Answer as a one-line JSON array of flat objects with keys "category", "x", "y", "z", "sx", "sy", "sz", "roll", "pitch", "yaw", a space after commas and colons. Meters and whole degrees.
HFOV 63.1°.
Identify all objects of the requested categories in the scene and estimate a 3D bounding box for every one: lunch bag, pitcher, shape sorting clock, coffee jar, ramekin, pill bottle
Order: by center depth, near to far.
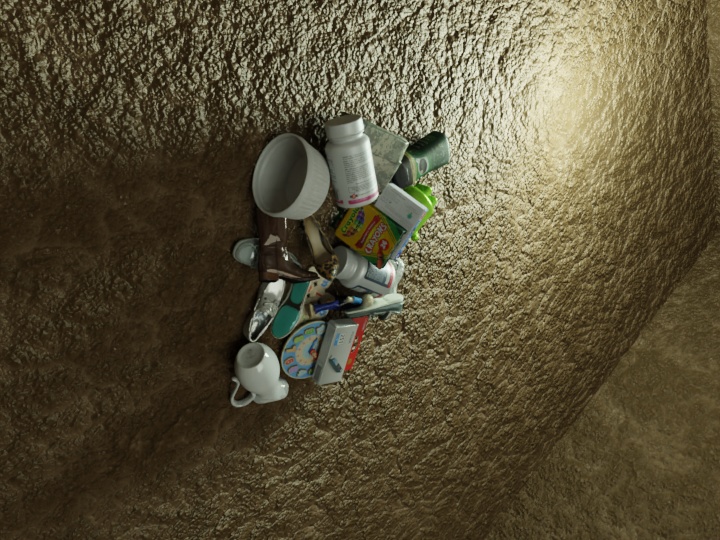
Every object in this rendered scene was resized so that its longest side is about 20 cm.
[{"category": "pill bottle", "x": -0.024, "y": -0.268, "z": 1.440, "sx": 0.112, "sy": 0.113, "sz": 0.205, "roll": -26, "pitch": 120, "yaw": -27}, {"category": "ramekin", "x": -0.165, "y": -0.222, "z": 1.448, "sx": 0.104, "sy": 0.198, "sz": 0.204, "roll": 16, "pitch": 100, "yaw": -50}, {"category": "lunch bag", "x": 0.006, "y": -0.311, "z": 1.580, "sx": 0.197, "sy": 0.139, "sz": 0.171, "roll": 14, "pitch": 103, "yaw": -39}, {"category": "pitcher", "x": -0.299, "y": 0.299, "z": 1.622, "sx": 0.168, "sy": 0.122, "sz": 0.202, "roll": -24, "pitch": 141, "yaw": -10}, {"category": "pill bottle", "x": 0.000, "y": 0.000, "z": 1.727, "sx": 0.198, "sy": 0.119, "sz": 0.122, "roll": 23, "pitch": 95, "yaw": -42}, {"category": "coffee jar", "x": 0.171, "y": -0.329, "z": 1.742, "sx": 0.198, "sy": 0.085, "sz": 0.106, "roll": -32, "pitch": 130, "yaw": -25}, {"category": "shape sorting clock", "x": -0.149, "y": 0.240, "z": 1.755, "sx": 0.197, "sy": 0.039, "sz": 0.205, "roll": -23, "pitch": 129, "yaw": -30}]

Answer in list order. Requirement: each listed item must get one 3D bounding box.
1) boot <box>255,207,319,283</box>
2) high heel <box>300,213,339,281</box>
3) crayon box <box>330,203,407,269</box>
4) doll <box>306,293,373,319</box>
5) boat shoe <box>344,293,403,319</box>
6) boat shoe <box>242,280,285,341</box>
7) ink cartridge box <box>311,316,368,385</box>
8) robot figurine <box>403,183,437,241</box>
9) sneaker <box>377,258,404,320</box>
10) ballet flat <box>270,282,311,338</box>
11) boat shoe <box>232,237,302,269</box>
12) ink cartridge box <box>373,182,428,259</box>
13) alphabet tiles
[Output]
[{"category": "boot", "x": -0.188, "y": -0.071, "z": 1.531, "sx": 0.183, "sy": 0.064, "sz": 0.206, "roll": 4, "pitch": 78, "yaw": -38}, {"category": "high heel", "x": -0.117, "y": -0.071, "z": 1.560, "sx": 0.070, "sy": 0.202, "sz": 0.144, "roll": -24, "pitch": 131, "yaw": 5}, {"category": "crayon box", "x": 0.015, "y": -0.115, "z": 1.628, "sx": 0.129, "sy": 0.198, "sz": 0.051, "roll": -56, "pitch": 169, "yaw": 15}, {"category": "doll", "x": -0.056, "y": 0.098, "z": 1.708, "sx": 0.194, "sy": 0.136, "sz": 0.050, "roll": -11, "pitch": 83, "yaw": -13}, {"category": "boat shoe", "x": 0.044, "y": 0.122, "z": 1.785, "sx": 0.195, "sy": 0.073, "sz": 0.064, "roll": -13, "pitch": 112, "yaw": -23}, {"category": "boat shoe", "x": -0.254, "y": 0.103, "z": 1.592, "sx": 0.070, "sy": 0.069, "sz": 0.204, "roll": 23, "pitch": 94, "yaw": -25}, {"category": "ink cartridge box", "x": -0.049, "y": 0.243, "z": 1.796, "sx": 0.173, "sy": 0.044, "sz": 0.205, "roll": -3, "pitch": 118, "yaw": -44}, {"category": "robot figurine", "x": 0.141, "y": -0.171, "z": 1.767, "sx": 0.200, "sy": 0.115, "sz": 0.176, "roll": -47, "pitch": 130, "yaw": -12}, {"category": "sneaker", "x": 0.078, "y": 0.057, "z": 1.856, "sx": 0.077, "sy": 0.074, "sz": 0.206, "roll": 6, "pitch": 101, "yaw": -28}, {"category": "ballet flat", "x": -0.188, "y": 0.094, "z": 1.635, "sx": 0.069, "sy": 0.069, "sz": 0.204, "roll": 20, "pitch": 97, "yaw": -42}, {"category": "boat shoe", "x": -0.244, "y": -0.032, "z": 1.550, "sx": 0.199, "sy": 0.064, "sz": 0.076, "roll": 20, "pitch": 97, "yaw": -42}, {"category": "ink cartridge box", "x": 0.083, "y": -0.127, "z": 1.670, "sx": 0.202, "sy": 0.135, "sz": 0.076, "roll": -57, "pitch": 170, "yaw": 14}, {"category": "alphabet tiles", "x": -0.164, "y": 0.090, "z": 1.704, "sx": 0.194, "sy": 0.014, "sz": 0.203, "roll": 33, "pitch": 87, "yaw": -42}]
